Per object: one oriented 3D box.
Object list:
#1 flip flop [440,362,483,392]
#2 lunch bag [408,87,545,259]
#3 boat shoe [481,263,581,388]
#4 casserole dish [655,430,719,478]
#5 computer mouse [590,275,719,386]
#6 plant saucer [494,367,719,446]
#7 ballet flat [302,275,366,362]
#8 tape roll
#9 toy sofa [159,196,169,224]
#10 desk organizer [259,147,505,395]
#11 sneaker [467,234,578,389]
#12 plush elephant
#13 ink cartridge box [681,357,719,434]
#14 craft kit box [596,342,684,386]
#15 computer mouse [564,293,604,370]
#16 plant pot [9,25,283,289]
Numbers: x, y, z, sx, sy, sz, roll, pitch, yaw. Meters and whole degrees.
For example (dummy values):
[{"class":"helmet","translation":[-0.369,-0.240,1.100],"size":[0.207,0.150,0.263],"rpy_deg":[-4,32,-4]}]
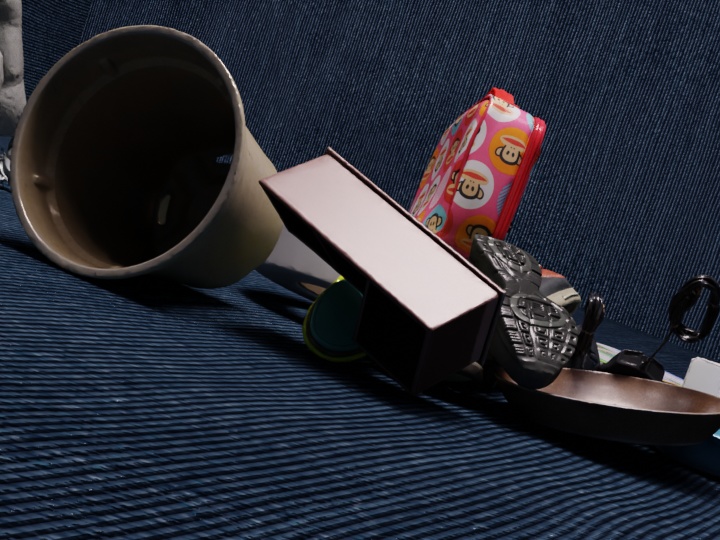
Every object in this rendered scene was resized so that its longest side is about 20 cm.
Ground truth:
[{"class":"flip flop","translation":[0.050,0.056,1.214],"size":[0.080,0.058,0.200],"rpy_deg":[19,4,-14]},{"class":"lunch bag","translation":[0.107,-0.089,1.386],"size":[0.081,0.178,0.200],"rpy_deg":[22,-8,-8]},{"class":"boat shoe","translation":[0.154,0.056,1.333],"size":[0.062,0.072,0.200],"rpy_deg":[34,32,5]},{"class":"casserole dish","translation":[0.311,0.155,1.317],"size":[0.120,0.039,0.200],"rpy_deg":[20,5,-5]},{"class":"computer mouse","translation":[0.258,0.069,1.277],"size":[0.058,0.201,0.034],"rpy_deg":[29,41,-5]},{"class":"plant saucer","translation":[0.207,0.113,1.187],"size":[0.198,0.035,0.200],"rpy_deg":[7,5,-1]},{"class":"ballet flat","translation":[0.003,0.029,1.182],"size":[0.066,0.067,0.200],"rpy_deg":[29,40,5]},{"class":"tape roll","translation":[0.000,0.000,1.361],"size":[0.200,0.071,0.203],"rpy_deg":[21,-9,3]},{"class":"toy sofa","translation":[-0.196,-0.074,1.576],"size":[0.097,0.084,0.199],"rpy_deg":[15,6,-35]},{"class":"desk organizer","translation":[0.008,-0.001,1.093],"size":[0.077,0.072,0.200],"rpy_deg":[-24,52,-37]},{"class":"sneaker","translation":[0.122,0.050,1.192],"size":[0.075,0.091,0.200],"rpy_deg":[20,23,-14]},{"class":"plush elephant","translation":[-0.424,-0.176,1.452],"size":[0.153,0.203,0.164],"rpy_deg":[-8,3,-26]},{"class":"ink cartridge box","translation":[0.435,0.163,1.461],"size":[0.199,0.086,0.145],"rpy_deg":[19,4,-37]},{"class":"craft kit box","translation":[0.278,0.115,1.641],"size":[0.196,0.049,0.200],"rpy_deg":[20,3,-29]},{"class":"computer mouse","translation":[0.214,0.071,1.339],"size":[0.034,0.059,0.200],"rpy_deg":[18,-18,8]},{"class":"plant pot","translation":[-0.152,-0.069,1.173],"size":[0.199,0.202,0.183],"rpy_deg":[21,-7,23]}]
